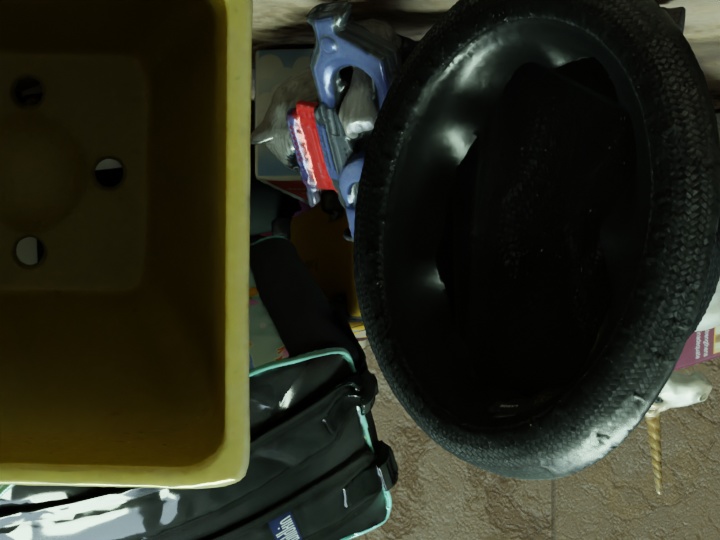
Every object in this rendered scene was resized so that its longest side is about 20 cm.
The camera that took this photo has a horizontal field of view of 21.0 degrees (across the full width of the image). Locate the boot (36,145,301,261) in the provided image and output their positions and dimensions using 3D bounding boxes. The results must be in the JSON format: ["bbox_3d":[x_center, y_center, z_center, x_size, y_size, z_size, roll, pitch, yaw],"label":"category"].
[{"bbox_3d":[-0.111,-0.031,1.087,0.162,0.074,0.198,-9,-167,-27],"label":"boot"}]

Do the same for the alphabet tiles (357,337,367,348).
[{"bbox_3d":[-0.089,0.020,1.201,0.195,0.015,0.200,9,-166,2],"label":"alphabet tiles"}]

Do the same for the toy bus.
[{"bbox_3d":[0.000,0.000,1.033,0.078,0.065,0.200,0,174,-16],"label":"toy bus"}]

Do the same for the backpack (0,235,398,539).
[{"bbox_3d":[-0.103,0.079,0.942,0.200,0.153,0.176,-29,145,-11],"label":"backpack"}]

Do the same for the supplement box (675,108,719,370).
[{"bbox_3d":[0.152,-0.008,1.071,0.199,0.111,0.086,-16,-139,-11],"label":"supplement box"}]

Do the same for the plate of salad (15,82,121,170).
[{"bbox_3d":[-0.184,-0.080,1.024,0.199,0.048,0.200,0,-171,0],"label":"plate of salad"}]

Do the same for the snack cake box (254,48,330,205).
[{"bbox_3d":[0.056,-0.072,0.978,0.199,0.067,0.115,0,177,11],"label":"snack cake box"}]

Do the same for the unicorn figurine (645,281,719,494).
[{"bbox_3d":[0.173,0.006,0.987,0.137,0.074,0.200,-26,134,8],"label":"unicorn figurine"}]

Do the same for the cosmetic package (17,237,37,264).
[{"bbox_3d":[-0.227,0.046,1.017,0.073,0.201,0.103,7,-168,37],"label":"cosmetic package"}]

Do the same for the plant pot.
[{"bbox_3d":[-0.140,-0.032,0.776,0.195,0.195,0.200,1,-172,-3],"label":"plant pot"}]

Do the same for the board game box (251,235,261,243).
[{"bbox_3d":[-0.121,0.008,1.133,0.120,0.032,0.200,22,-157,36],"label":"board game box"}]

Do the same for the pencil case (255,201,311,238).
[{"bbox_3d":[-0.037,-0.048,1.238,0.094,0.091,0.200,-31,-172,-20],"label":"pencil case"}]

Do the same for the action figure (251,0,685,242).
[{"bbox_3d":[0.047,-0.050,0.885,0.193,0.200,0.105,7,-140,13],"label":"action figure"}]

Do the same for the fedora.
[{"bbox_3d":[0.086,-0.018,0.776,0.200,0.201,0.091,-3,176,44],"label":"fedora"}]
